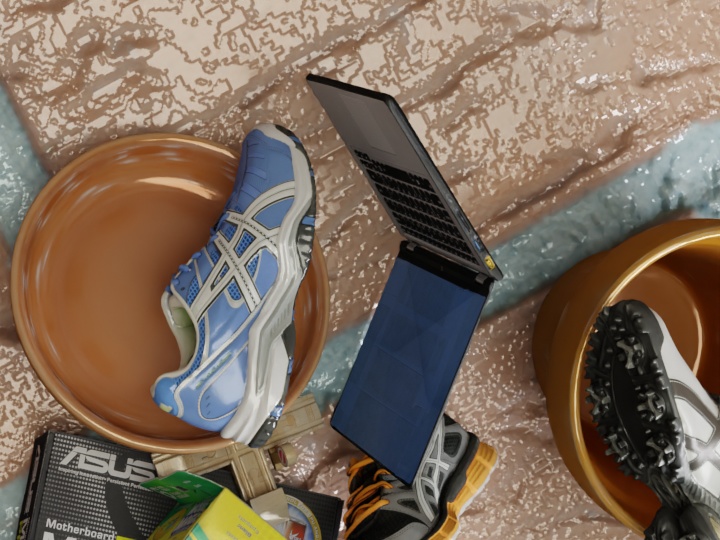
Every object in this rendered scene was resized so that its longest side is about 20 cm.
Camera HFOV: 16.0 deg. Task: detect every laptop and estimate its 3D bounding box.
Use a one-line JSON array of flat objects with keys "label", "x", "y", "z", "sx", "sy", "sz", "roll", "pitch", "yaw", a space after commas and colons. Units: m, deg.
[{"label": "laptop", "x": 0.000, "y": 0.000, "z": 1.552, "sx": 0.116, "sy": 0.187, "sz": 0.201, "roll": -35, "pitch": 105, "yaw": -9}]

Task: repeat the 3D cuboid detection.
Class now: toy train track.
[{"label": "toy train track", "x": -0.086, "y": 0.064, "z": 1.593, "sx": 0.114, "sy": 0.033, "sz": 0.201, "roll": -20, "pitch": 88, "yaw": -22}]

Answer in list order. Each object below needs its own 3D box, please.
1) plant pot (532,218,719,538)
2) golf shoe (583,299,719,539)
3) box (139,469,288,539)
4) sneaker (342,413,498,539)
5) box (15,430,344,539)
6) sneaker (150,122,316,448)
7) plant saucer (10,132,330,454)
[{"label": "plant pot", "x": 0.195, "y": 0.059, "z": 1.618, "sx": 0.199, "sy": 0.183, "sz": 0.202, "roll": -2, "pitch": 99, "yaw": -15}, {"label": "golf shoe", "x": 0.198, "y": 0.099, "z": 1.499, "sx": 0.094, "sy": 0.078, "sz": 0.201, "roll": -29, "pitch": 107, "yaw": -27}, {"label": "box", "x": -0.054, "y": 0.195, "z": 1.536, "sx": 0.200, "sy": 0.117, "sz": 0.048, "roll": 43, "pitch": 71, "yaw": -7}, {"label": "sneaker", "x": 0.021, "y": 0.144, "z": 1.595, "sx": 0.077, "sy": 0.200, "sz": 0.078, "roll": 46, "pitch": 116, "yaw": -5}, {"label": "box", "x": -0.120, "y": 0.200, "z": 1.597, "sx": 0.199, "sy": 0.044, "sz": 0.161, "roll": 15, "pitch": 75, "yaw": -17}, {"label": "sneaker", "x": -0.074, "y": 0.001, "z": 1.519, "sx": 0.076, "sy": 0.076, "sz": 0.201, "roll": 12, "pitch": 66, "yaw": -12}, {"label": "plant saucer", "x": -0.117, "y": 0.016, "z": 1.562, "sx": 0.199, "sy": 0.037, "sz": 0.202, "roll": 5, "pitch": 72, "yaw": -16}]
